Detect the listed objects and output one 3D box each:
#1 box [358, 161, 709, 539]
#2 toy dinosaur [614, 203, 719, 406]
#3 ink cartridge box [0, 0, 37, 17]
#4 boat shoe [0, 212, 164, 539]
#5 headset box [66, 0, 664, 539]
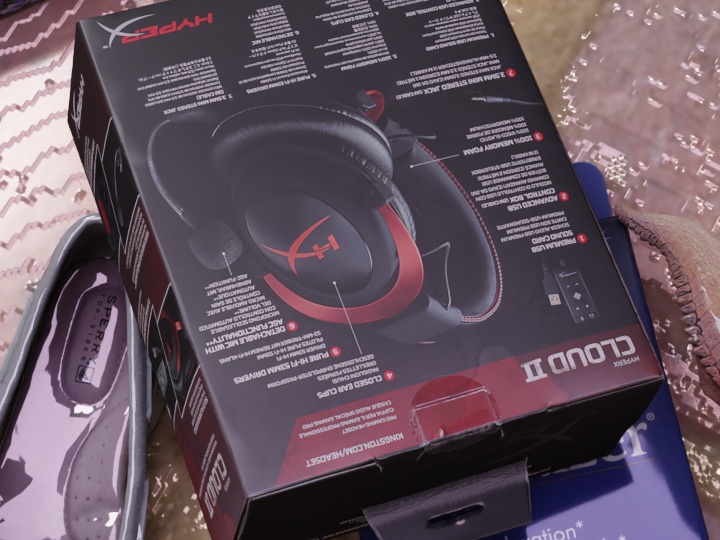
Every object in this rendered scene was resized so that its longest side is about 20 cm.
[{"bbox_3d":[0.052,0.057,0.810,0.121,0.032,0.201,-12,69,-1],"label":"box"},{"bbox_3d":[0.162,0.044,0.767,0.200,0.086,0.136,34,68,6],"label":"toy dinosaur"},{"bbox_3d":[-0.211,-0.133,0.886,0.200,0.050,0.109,-25,70,-6],"label":"ink cartridge box"},{"bbox_3d":[-0.108,0.080,0.794,0.074,0.065,0.202,11,71,8],"label":"boat shoe"},{"bbox_3d":[0.000,0.000,0.762,0.148,0.075,0.200,-15,68,-17],"label":"headset box"}]
